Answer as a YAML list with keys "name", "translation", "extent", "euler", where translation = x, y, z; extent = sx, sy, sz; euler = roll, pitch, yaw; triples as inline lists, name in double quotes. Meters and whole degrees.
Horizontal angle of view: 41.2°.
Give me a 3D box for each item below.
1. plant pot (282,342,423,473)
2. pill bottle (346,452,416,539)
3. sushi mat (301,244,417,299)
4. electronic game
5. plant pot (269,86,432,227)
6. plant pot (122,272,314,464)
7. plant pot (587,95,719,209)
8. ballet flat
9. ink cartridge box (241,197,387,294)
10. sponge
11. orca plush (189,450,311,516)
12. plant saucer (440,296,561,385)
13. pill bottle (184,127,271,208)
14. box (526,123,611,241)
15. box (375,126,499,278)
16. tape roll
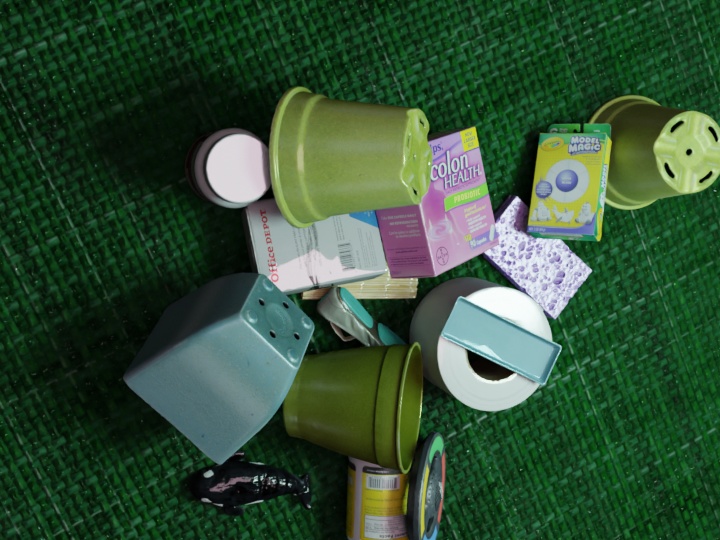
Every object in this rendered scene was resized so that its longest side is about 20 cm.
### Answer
- name: "plant pot"
  translation: [-0.014, 0.205, 1.492]
  extent: [0.192, 0.200, 0.201]
  euler: [3, 96, 13]
- name: "pill bottle"
  translation: [0.033, 0.391, 1.574]
  extent: [0.114, 0.114, 0.201]
  euler: [0, 97, -16]
- name: "sushi mat"
  translation: [0.000, 0.000, 1.572]
  extent: [0.199, 0.012, 0.096]
  euler: [0, 97, -16]
- name: "electronic game"
  translation: [0.112, 0.364, 1.563]
  extent: [0.041, 0.200, 0.201]
  euler: [3, 96, 16]
- name: "plant pot"
  translation: [-0.003, -0.160, 1.345]
  extent: [0.184, 0.200, 0.201]
  euler: [1, 97, 20]
- name: "plant pot"
  translation: [-0.181, 0.118, 1.397]
  extent: [0.200, 0.196, 0.196]
  euler: [-36, 108, 28]
- name: "plant pot"
  translation: [0.500, -0.197, 1.607]
  extent: [0.200, 0.184, 0.201]
  euler: [-2, 97, -16]
- name: "ballet flat"
  translation: [0.008, 0.105, 1.569]
  extent: [0.064, 0.067, 0.200]
  euler: [-39, 110, 20]
- name: "ink cartridge box"
  translation: [-0.075, -0.044, 1.494]
  extent: [0.199, 0.084, 0.145]
  euler: [-10, 84, -15]
- name: "sponge"
  translation: [0.296, -0.022, 1.647]
  extent: [0.200, 0.030, 0.112]
  euler: [42, 83, -17]
- name: "orca plush"
  translation: [-0.170, 0.356, 1.533]
  extent: [0.199, 0.071, 0.106]
  euler: [21, 90, -18]
- name: "plant saucer"
  translation: [0.219, 0.110, 1.502]
  extent: [0.200, 0.019, 0.070]
  euler: [26, 89, -18]
- name: "pill bottle"
  translation: [-0.191, -0.150, 1.401]
  extent: [0.114, 0.200, 0.115]
  euler: [-2, 97, -16]
- name: "box"
  translation: [0.349, -0.153, 1.591]
  extent: [0.048, 0.117, 0.201]
  euler: [29, 68, -59]
- name: "box"
  translation: [0.115, -0.108, 1.512]
  extent: [0.176, 0.096, 0.201]
  euler: [-23, 104, -44]
- name: "tape roll"
  translation: [0.196, 0.117, 1.578]
  extent: [0.202, 0.139, 0.204]
  euler: [-2, 97, -15]
